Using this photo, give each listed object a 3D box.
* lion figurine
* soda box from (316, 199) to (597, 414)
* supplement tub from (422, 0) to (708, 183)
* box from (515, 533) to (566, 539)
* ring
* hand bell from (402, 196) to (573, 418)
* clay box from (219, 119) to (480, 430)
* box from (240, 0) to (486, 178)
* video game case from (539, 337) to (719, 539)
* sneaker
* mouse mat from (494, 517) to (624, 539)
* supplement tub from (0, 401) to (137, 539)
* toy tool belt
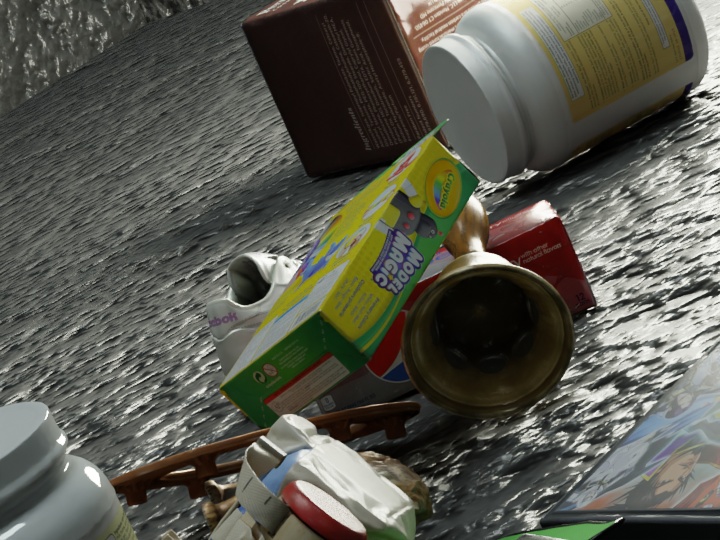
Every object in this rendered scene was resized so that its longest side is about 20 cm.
[{"bbox_3d":[-0.025,0.132,1.633,0.122,0.073,0.200,-22,11,-1],"label":"lion figurine"},{"bbox_3d":[0.052,0.028,1.891,0.199,0.070,0.063,-25,12,1],"label":"soda box"},{"bbox_3d":[0.165,-0.170,2.285,0.199,0.146,0.145,-29,14,-18],"label":"supplement tub"},{"bbox_3d":[0.056,0.183,1.192,0.192,0.048,0.200,-29,13,-26],"label":"box"},{"bbox_3d":[-0.058,0.114,1.725,0.199,0.019,0.200,-14,-7,-2],"label":"ring"},{"bbox_3d":[0.071,-0.001,1.786,0.104,0.105,0.200,-23,26,8],"label":"hand bell"},{"bbox_3d":[0.000,0.000,1.714,0.115,0.048,0.200,-38,13,46],"label":"clay box"},{"bbox_3d":[0.033,-0.204,2.608,0.199,0.165,0.166,-10,19,47],"label":"box"},{"bbox_3d":[0.207,0.079,1.442,0.181,0.026,0.200,-43,17,-26],"label":"video game case"},{"bbox_3d":[-0.039,0.017,2.036,0.075,0.100,0.200,-17,14,38],"label":"sneaker"},{"bbox_3d":[0.039,0.169,1.424,0.160,0.008,0.200,-29,1,-17],"label":"mouse mat"},{"bbox_3d":[-0.167,0.182,1.408,0.144,0.201,0.145,-23,13,6],"label":"supplement tub"},{"bbox_3d":[-0.038,0.154,1.385,0.123,0.125,0.200,-54,-3,7],"label":"toy tool belt"}]
